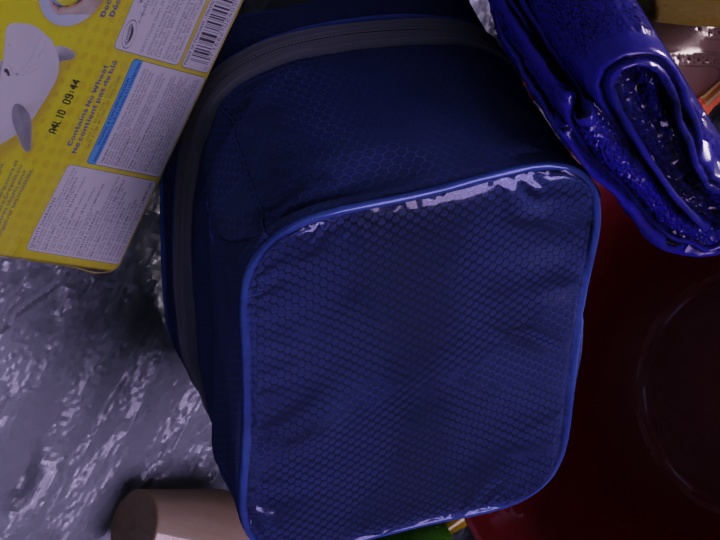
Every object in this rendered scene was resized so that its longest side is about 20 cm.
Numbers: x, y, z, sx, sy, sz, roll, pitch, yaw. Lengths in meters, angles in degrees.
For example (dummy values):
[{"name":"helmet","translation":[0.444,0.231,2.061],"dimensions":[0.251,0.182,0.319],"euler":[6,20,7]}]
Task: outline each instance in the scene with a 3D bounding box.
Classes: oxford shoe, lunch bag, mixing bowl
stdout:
[{"name":"oxford shoe","translation":[0.137,-0.107,0.928],"dimensions":[0.200,0.071,0.073],"euler":[-15,112,-52]},{"name":"lunch bag","translation":[0.000,0.000,0.770],"dimensions":[0.135,0.133,0.201],"euler":[-10,135,-16]},{"name":"mixing bowl","translation":[0.142,0.054,0.864],"dimensions":[0.108,0.200,0.201],"euler":[3,116,-57]}]

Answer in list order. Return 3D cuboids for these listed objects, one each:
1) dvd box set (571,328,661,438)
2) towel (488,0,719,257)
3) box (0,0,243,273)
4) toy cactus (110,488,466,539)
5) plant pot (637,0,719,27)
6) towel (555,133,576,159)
[{"name":"dvd box set","translation":[0.163,0.113,0.988],"dimensions":[0.146,0.029,0.201],"euler":[-16,107,-21]},{"name":"towel","translation":[0.063,-0.102,0.725],"dimensions":[0.049,0.201,0.148],"euler":[-31,147,10]},{"name":"box","translation":[-0.132,-0.067,0.637],"dimensions":[0.200,0.048,0.118],"euler":[9,111,-56]},{"name":"toy cactus","translation":[-0.033,0.131,0.892],"dimensions":[0.165,0.102,0.200],"euler":[18,117,-43]},{"name":"plant pot","translation":[0.155,-0.172,0.800],"dimensions":[0.141,0.201,0.200],"euler":[-27,143,2]},{"name":"towel","translation":[0.073,0.018,0.948],"dimensions":[0.146,0.030,0.200],"euler":[-39,146,8]}]
